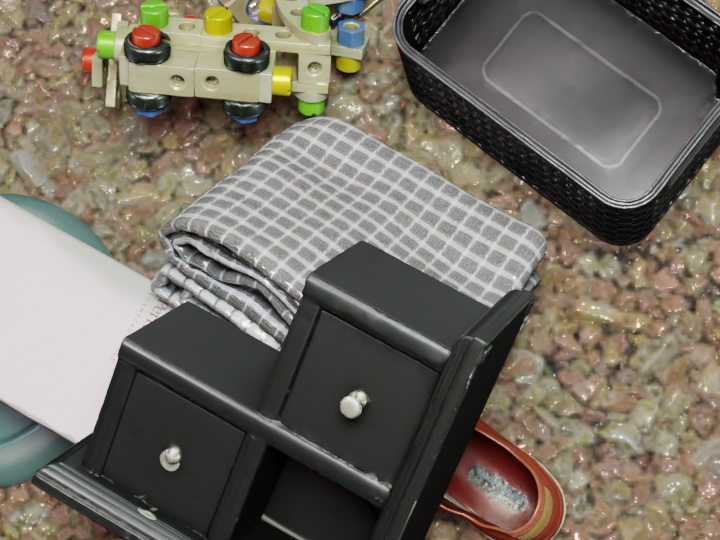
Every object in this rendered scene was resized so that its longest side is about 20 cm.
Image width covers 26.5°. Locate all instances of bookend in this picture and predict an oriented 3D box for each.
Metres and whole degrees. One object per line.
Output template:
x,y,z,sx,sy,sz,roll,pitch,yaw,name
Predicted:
-0.042,0.064,0.805,0.198,0.092,0.201,28,112,12,bookend

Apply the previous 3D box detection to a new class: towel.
0.000,0.000,0.916,0.199,0.086,0.166,31,40,14,towel

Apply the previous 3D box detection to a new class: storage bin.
0.133,-0.129,0.967,0.200,0.094,0.135,39,85,13,storage bin

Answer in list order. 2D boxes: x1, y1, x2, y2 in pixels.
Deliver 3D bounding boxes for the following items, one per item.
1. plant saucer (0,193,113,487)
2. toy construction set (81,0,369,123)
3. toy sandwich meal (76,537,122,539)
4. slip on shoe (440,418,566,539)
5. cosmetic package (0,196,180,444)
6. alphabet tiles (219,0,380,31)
-0.251,0.043,1.018,0.198,0.027,0.202,-2,78,7,plant saucer
-0.093,-0.147,0.990,0.198,0.093,0.132,-7,37,9,toy construction set
-0.172,0.263,0.934,0.203,0.070,0.207,-2,77,8,toy sandwich meal
0.038,0.103,0.945,0.199,0.061,0.074,33,85,15,slip on shoe
-0.212,0.026,0.958,0.199,0.081,0.114,26,79,9,cosmetic package
-0.049,-0.258,1.067,0.166,0.006,0.200,-39,75,-1,alphabet tiles
